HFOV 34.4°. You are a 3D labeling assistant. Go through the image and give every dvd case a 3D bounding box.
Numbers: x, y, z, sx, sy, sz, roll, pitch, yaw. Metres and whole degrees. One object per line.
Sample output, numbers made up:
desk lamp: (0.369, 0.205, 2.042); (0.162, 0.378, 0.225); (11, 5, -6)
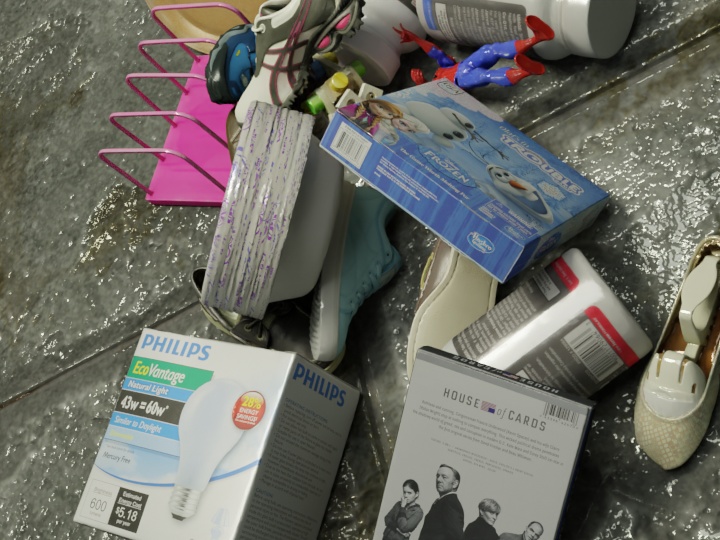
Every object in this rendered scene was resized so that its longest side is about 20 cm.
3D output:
dvd case: (0.095, 0.177, 0.948); (0.150, 0.025, 0.201); (18, 104, 20)

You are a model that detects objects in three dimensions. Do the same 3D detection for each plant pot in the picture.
plant pot: (-0.179, -0.353, 1.386); (0.200, 0.200, 0.027); (-2, 32, 31)

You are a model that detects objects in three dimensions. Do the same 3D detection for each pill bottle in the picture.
pill bottle: (0.139, 0.082, 0.996); (0.200, 0.111, 0.111); (-38, 52, 9)
pill bottle: (0.165, -0.273, 1.162); (0.200, 0.114, 0.114); (19, 77, 36)
pill bottle: (0.038, -0.309, 1.258); (0.116, 0.116, 0.200); (20, 78, 37)

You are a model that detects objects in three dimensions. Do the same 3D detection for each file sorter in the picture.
file sorter: (-0.195, -0.191, 1.334); (0.139, 0.125, 0.200); (4, 68, 33)

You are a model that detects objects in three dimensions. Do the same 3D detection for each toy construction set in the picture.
toy construction set: (0.007, -0.155, 1.173); (0.092, 0.131, 0.200); (-34, 20, -2)

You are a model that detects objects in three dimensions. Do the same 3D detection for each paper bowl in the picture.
paper bowl: (-0.080, -0.053, 1.104); (0.104, 0.201, 0.201); (14, 68, -7)

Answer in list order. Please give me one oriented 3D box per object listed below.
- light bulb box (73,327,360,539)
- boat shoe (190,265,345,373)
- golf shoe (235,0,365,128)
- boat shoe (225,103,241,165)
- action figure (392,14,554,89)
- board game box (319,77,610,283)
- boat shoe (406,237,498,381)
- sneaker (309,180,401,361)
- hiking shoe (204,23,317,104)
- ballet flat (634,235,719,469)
light bulb box: (-0.134, 0.176, 1.107); (0.198, 0.125, 0.200); (6, 70, 34)
boat shoe: (-0.104, 0.050, 1.190); (0.201, 0.066, 0.072); (26, 79, 37)
golf shoe: (-0.080, -0.227, 1.180); (0.200, 0.088, 0.077); (-47, 26, 29)
boat shoe: (-0.101, -0.086, 1.259); (0.074, 0.066, 0.201); (-10, 73, 25)
action figure: (0.092, -0.209, 1.149); (0.200, 0.099, 0.065); (-15, 53, 63)
board game box: (0.097, -0.088, 1.023); (0.200, 0.199, 0.043); (38, 121, 16)
boat shoe: (0.089, 0.018, 1.093); (0.060, 0.072, 0.201); (-175, 103, -77)
sneaker: (0.000, 0.000, 1.142); (0.082, 0.074, 0.200); (11, 62, -3)
hiking shoe: (-0.091, -0.242, 1.279); (0.087, 0.075, 0.200); (10, 38, 34)
ballet flat: (0.267, 0.062, 0.958); (0.067, 0.062, 0.200); (11, 73, 35)
